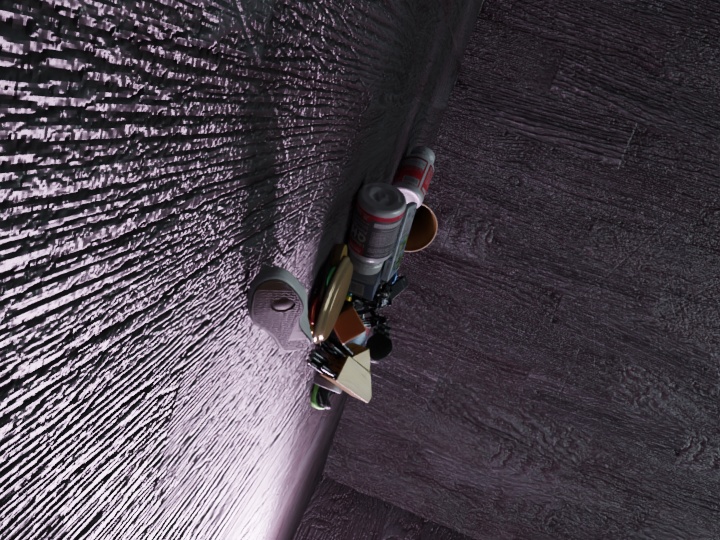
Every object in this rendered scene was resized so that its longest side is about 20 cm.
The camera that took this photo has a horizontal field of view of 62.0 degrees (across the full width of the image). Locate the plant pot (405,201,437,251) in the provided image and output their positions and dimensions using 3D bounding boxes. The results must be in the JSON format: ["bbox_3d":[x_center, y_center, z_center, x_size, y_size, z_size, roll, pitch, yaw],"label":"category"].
[{"bbox_3d":[0.173,-0.192,2.135,0.200,0.184,0.188,-89,-166,-63],"label":"plant pot"}]

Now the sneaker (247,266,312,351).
[{"bbox_3d":[-0.108,0.034,0.790,0.201,0.072,0.085,86,-7,-61],"label":"sneaker"}]

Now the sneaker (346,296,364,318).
[{"bbox_3d":[-0.028,0.158,1.861,0.100,0.070,0.201,-63,165,-46],"label":"sneaker"}]

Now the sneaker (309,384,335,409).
[{"bbox_3d":[-0.085,0.327,1.805,0.077,0.083,0.201,99,13,-66],"label":"sneaker"}]

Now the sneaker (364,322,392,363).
[{"bbox_3d":[0.043,0.216,1.645,0.200,0.073,0.089,-68,180,-68],"label":"sneaker"}]

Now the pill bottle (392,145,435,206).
[{"bbox_3d":[0.179,-0.312,1.985,0.113,0.111,0.201,99,12,-61],"label":"pill bottle"}]

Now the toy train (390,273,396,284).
[{"bbox_3d":[0.060,-0.045,1.682,0.114,0.086,0.202,13,-88,63],"label":"toy train"}]

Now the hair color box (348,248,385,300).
[{"bbox_3d":[0.017,-0.030,1.479,0.061,0.098,0.201,100,11,-50],"label":"hair color box"}]

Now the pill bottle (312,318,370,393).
[{"bbox_3d":[-0.054,0.217,1.598,0.109,0.108,0.202,75,36,-80],"label":"pill bottle"}]

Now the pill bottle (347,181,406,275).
[{"bbox_3d":[0.030,-0.089,1.353,0.111,0.110,0.201,-64,171,-47],"label":"pill bottle"}]

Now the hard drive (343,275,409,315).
[{"bbox_3d":[0.042,0.077,1.741,0.200,0.139,0.038,-34,104,-56],"label":"hard drive"}]

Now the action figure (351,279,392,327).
[{"bbox_3d":[0.033,0.061,1.540,0.200,0.101,0.120,-86,-174,-69],"label":"action figure"}]

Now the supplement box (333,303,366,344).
[{"bbox_3d":[-0.035,0.125,1.437,0.066,0.069,0.200,-30,180,-5],"label":"supplement box"}]

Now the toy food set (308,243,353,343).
[{"bbox_3d":[-0.066,0.058,1.250,0.199,0.048,0.201,-64,172,-47],"label":"toy food set"}]

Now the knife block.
[{"bbox_3d":[-0.055,0.256,1.480,0.175,0.064,0.202,-19,114,-42],"label":"knife block"}]

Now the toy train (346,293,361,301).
[{"bbox_3d":[0.000,0.000,1.640,0.201,0.055,0.151,104,9,-45],"label":"toy train"}]

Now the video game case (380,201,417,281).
[{"bbox_3d":[0.099,-0.078,1.498,0.200,0.022,0.184,-41,147,-76],"label":"video game case"}]
